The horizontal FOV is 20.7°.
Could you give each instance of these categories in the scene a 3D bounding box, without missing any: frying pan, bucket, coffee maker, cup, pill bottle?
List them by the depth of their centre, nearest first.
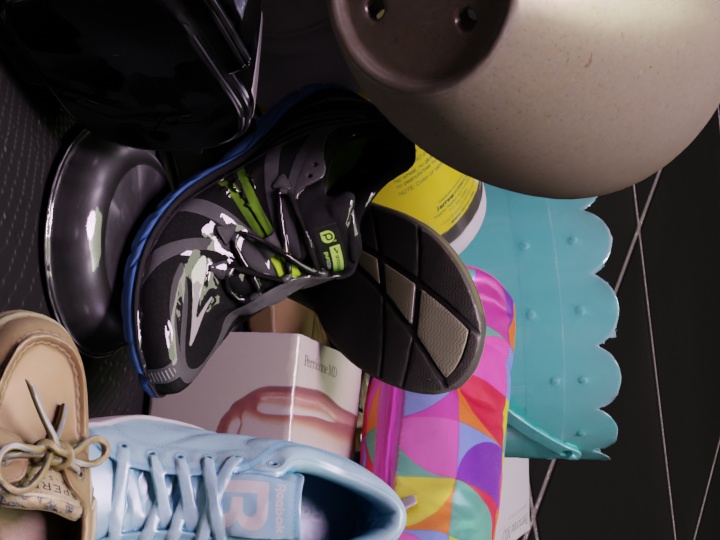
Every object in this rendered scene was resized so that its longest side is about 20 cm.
[{"bbox_3d":[-0.101,-0.184,0.899,0.192,0.134,0.202,38,49,-33],"label":"coffee maker"},{"bbox_3d":[0.064,-0.131,0.925,0.143,0.199,0.203,-9,99,-56],"label":"cup"},{"bbox_3d":[-0.110,-0.046,0.985,0.115,0.031,0.191,65,35,-50],"label":"frying pan"},{"bbox_3d":[-0.007,-0.096,1.103,0.113,0.111,0.201,-69,147,-43],"label":"pill bottle"},{"bbox_3d":[0.085,0.025,1.268,0.207,0.133,0.210,175,-90,-88],"label":"bucket"}]

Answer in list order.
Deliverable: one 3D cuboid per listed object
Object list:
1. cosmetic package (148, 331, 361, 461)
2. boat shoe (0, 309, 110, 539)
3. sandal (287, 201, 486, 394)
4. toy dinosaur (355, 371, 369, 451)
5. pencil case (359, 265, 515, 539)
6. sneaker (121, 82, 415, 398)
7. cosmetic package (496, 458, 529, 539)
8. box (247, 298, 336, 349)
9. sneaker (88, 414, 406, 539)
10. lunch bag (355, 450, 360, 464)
[{"bbox_3d":[-0.060,0.138,1.035,0.103,0.086,0.202,25,67,-67],"label":"cosmetic package"},{"bbox_3d":[-0.139,0.117,0.822,0.073,0.062,0.202,9,81,-38],"label":"boat shoe"},{"bbox_3d":[0.000,-0.001,1.046,0.057,0.200,0.080,19,100,-46],"label":"sandal"},{"bbox_3d":[0.002,0.048,1.198,0.088,0.047,0.203,-2,92,-85],"label":"toy dinosaur"},{"bbox_3d":[0.039,0.094,1.072,0.089,0.087,0.202,66,25,-48],"label":"pencil case"},{"bbox_3d":[-0.044,-0.018,0.969,0.200,0.082,0.071,-48,140,-29],"label":"sneaker"},{"bbox_3d":[0.076,0.098,1.429,0.101,0.070,0.203,-17,107,-69],"label":"cosmetic package"},{"bbox_3d":[-0.027,0.074,1.217,0.163,0.021,0.202,-23,111,-68],"label":"box"},{"bbox_3d":[-0.066,0.103,0.913,0.198,0.082,0.075,4,79,-34],"label":"sneaker"},{"bbox_3d":[0.019,0.216,1.157,0.170,0.126,0.202,65,42,-57],"label":"lunch bag"}]
